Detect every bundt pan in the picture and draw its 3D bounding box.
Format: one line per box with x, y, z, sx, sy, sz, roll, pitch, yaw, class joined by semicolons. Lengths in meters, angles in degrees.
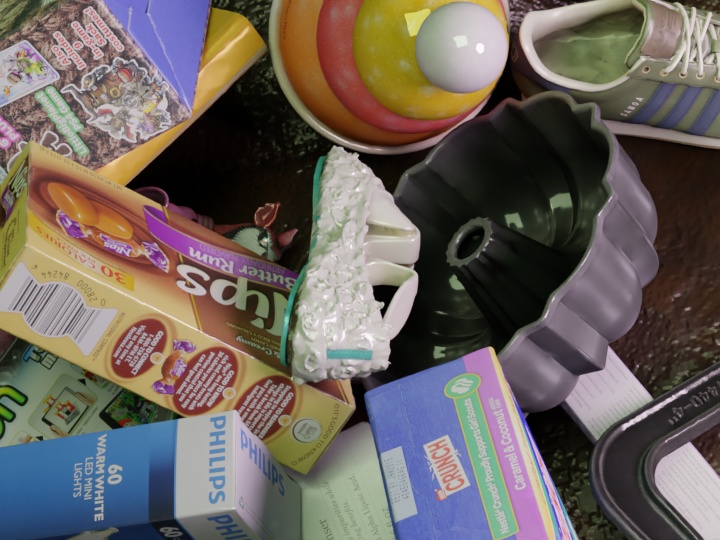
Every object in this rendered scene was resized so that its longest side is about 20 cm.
0.083;0.003;1.328;0.202;0.076;0.202;-33;36;28;bundt pan

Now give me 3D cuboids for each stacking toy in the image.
0.036;-0.124;1.345;0.146;0.146;0.200;-40;17;-3;stacking toy

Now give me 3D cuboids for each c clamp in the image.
0.212;0.120;1.262;0.200;0.027;0.171;-34;58;-28;c clamp

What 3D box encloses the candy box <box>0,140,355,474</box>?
-0.102;0.020;1.290;0.056;0.200;0.117;-55;21;23;candy box

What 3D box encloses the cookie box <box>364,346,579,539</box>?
0.079;0.167;1.188;0.075;0.200;0.171;-22;31;6;cookie box

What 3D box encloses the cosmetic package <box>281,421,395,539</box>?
-0.053;0.182;1.321;0.200;0.081;0.113;-28;60;3;cosmetic package

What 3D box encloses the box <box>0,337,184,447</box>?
-0.176;0.105;1.357;0.110;0.035;0.200;37;102;-6;box

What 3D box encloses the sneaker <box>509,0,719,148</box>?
0.179;-0.118;1.375;0.200;0.090;0.067;1;67;18;sneaker

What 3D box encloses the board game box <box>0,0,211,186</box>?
-0.196;-0.118;1.389;0.200;0.097;0.159;-28;29;19;board game box

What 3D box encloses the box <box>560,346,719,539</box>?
0.170;0.116;1.304;0.041;0.039;0.200;-38;62;-3;box

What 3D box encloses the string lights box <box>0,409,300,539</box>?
-0.141;0.132;1.271;0.200;0.103;0.059;-10;59;16;string lights box

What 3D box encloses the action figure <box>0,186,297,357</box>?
-0.127;0.020;1.427;0.200;0.149;0.134;-27;103;-11;action figure

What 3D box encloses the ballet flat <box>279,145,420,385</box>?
0.000;0.000;1.306;0.072;0.072;0.200;-11;30;13;ballet flat

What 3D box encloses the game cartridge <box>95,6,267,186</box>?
-0.169;-0.087;1.443;0.200;0.032;0.176;-44;28;-15;game cartridge
